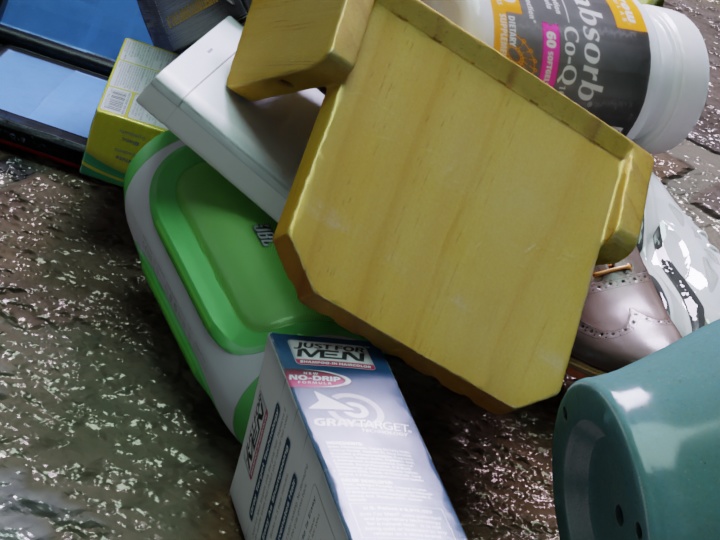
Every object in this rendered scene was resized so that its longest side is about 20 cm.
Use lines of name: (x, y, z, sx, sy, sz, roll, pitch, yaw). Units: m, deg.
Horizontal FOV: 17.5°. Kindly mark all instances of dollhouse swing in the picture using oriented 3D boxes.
dollhouse swing: (0.021, -0.031, 1.224, 0.200, 0.176, 0.182, 30, -15, -23)

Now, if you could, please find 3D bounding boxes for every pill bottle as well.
pill bottle: (0.112, -0.127, 1.445, 0.200, 0.116, 0.116, 4, 29, -35)

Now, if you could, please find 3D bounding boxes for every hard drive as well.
hard drive: (-0.020, -0.052, 1.272, 0.200, 0.027, 0.132, 41, 24, -2)

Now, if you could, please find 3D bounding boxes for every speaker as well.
speaker: (-0.060, 0.011, 1.242, 0.088, 0.088, 0.200, -3, 43, -29)

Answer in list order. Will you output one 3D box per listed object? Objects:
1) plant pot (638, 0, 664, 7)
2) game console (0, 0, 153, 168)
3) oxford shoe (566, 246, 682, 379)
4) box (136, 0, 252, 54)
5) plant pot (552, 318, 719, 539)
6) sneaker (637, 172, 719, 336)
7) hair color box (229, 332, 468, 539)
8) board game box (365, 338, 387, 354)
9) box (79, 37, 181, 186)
plant pot: (0.097, -0.184, 1.614, 0.193, 0.200, 0.200, 33, 31, 9)
game console: (-0.172, -0.154, 1.483, 0.200, 0.119, 0.172, 18, 28, 8)
oxford shoe: (0.127, 0.001, 1.316, 0.071, 0.073, 0.200, -11, 34, -21)
box: (-0.020, -0.194, 1.417, 0.200, 0.048, 0.158, -24, 4, -24)
plant pot: (0.199, 0.105, 1.119, 0.188, 0.200, 0.200, -7, 33, -15)
sneaker: (0.206, 0.013, 1.422, 0.115, 0.076, 0.201, 15, 35, -17)
hair color box: (-0.005, 0.123, 1.074, 0.060, 0.100, 0.200, 5, 30, -19)
board game box: (0.000, 0.000, 1.377, 0.200, 0.029, 0.135, 15, 27, 1)
box: (-0.058, -0.070, 1.386, 0.200, 0.048, 0.117, 16, 28, -4)
